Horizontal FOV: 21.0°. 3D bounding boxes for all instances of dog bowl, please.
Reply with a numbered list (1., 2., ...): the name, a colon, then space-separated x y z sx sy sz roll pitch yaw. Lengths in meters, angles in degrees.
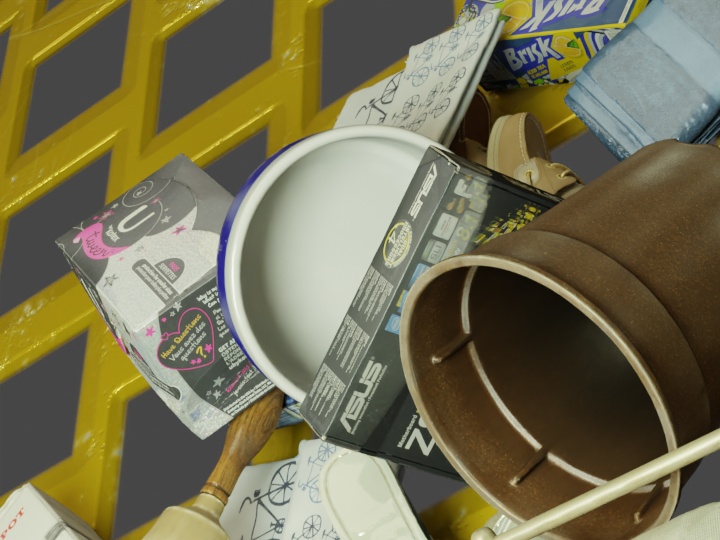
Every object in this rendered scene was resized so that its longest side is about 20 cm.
1. dog bowl: 0.000 0.000 1.353 0.201 0.200 0.079 -53 12 -5

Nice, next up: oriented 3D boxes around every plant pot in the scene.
1. plant pot: 0.159 0.030 1.170 0.199 0.202 0.198 -3 28 48

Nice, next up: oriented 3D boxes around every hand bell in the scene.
1. hand bell: -0.101 0.158 1.411 0.104 0.104 0.201 -3 50 47

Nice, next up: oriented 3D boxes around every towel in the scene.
1. towel: 0.245 -0.160 1.388 0.200 0.048 0.112 -46 57 11

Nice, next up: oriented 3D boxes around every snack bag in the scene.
1. snack bag: -0.057 0.208 1.414 0.199 0.021 0.190 -14 48 41
2. snack bag: 0.018 -0.107 1.524 0.199 0.021 0.190 -21 36 49

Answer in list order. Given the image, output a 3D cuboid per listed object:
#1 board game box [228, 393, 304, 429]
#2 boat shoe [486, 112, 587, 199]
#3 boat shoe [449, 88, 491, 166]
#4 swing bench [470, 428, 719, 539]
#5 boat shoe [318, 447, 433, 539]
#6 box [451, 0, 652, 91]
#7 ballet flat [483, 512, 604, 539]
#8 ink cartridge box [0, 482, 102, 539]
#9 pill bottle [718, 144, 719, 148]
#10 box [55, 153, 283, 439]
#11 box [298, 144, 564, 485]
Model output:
1. board game box: -0.032 0.038 1.529 0.199 0.062 0.202 -21 45 40
2. boat shoe: 0.140 -0.038 1.401 0.069 0.074 0.202 -26 50 26
3. boat shoe: 0.086 -0.057 1.483 0.071 0.076 0.202 -14 53 31
4. swing bench: 0.179 0.208 1.023 0.198 0.201 0.130 -29 15 26
5. boat shoe: 0.028 0.210 1.285 0.075 0.062 0.201 -33 57 5
6. box: 0.163 -0.192 1.524 0.199 0.064 0.071 1 59 49
7. ballet flat: 0.131 0.171 1.210 0.199 0.062 0.068 5 61 51
8. ink cartridge box: -0.248 0.278 1.527 0.146 0.085 0.200 -52 35 -4
9. pill bottle: 0.315 -0.135 1.248 0.201 0.112 0.112 -54 34 -7
10. box: -0.130 0.014 1.475 0.132 0.115 0.200 -35 30 -10
11. box: 0.071 0.035 1.278 0.201 0.160 0.049 -63 32 10
